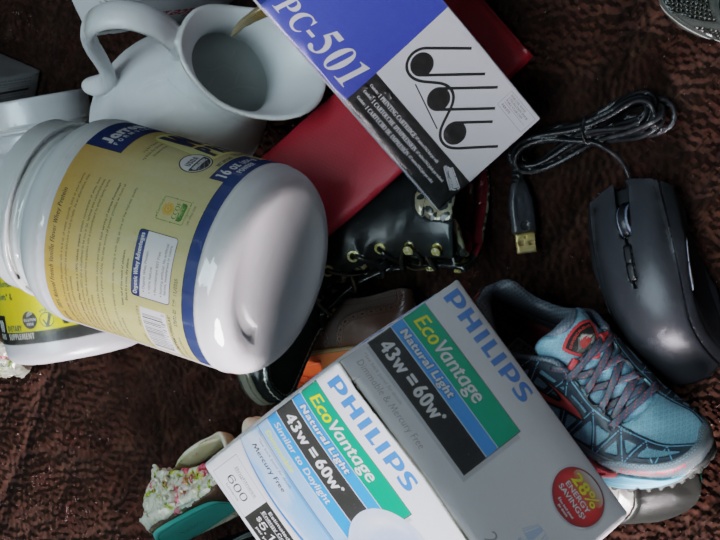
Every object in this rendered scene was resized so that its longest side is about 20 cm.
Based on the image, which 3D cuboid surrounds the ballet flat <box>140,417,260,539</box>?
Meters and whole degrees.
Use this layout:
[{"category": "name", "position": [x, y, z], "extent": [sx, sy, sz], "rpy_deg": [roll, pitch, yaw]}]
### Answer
[{"category": "ballet flat", "position": [-0.091, 0.147, 1.745], "extent": [0.200, 0.076, 0.064], "rpy_deg": [-23, 61, 30]}]

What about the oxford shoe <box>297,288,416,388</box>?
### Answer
[{"category": "oxford shoe", "position": [-0.038, 0.046, 1.708], "extent": [0.199, 0.071, 0.073], "rpy_deg": [-1, 75, 34]}]

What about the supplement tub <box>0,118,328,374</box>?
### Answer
[{"category": "supplement tub", "position": [-0.138, -0.022, 1.564], "extent": [0.199, 0.144, 0.145], "rpy_deg": [16, 109, 26]}]

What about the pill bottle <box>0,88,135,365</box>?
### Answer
[{"category": "pill bottle", "position": [-0.235, -0.035, 1.783], "extent": [0.112, 0.112, 0.201], "rpy_deg": [-6, 96, 35]}]

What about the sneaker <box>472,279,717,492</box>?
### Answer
[{"category": "sneaker", "position": [0.147, 0.074, 1.544], "extent": [0.200, 0.079, 0.096], "rpy_deg": [29, 150, 28]}]

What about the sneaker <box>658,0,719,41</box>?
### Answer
[{"category": "sneaker", "position": [0.271, -0.168, 1.430], "extent": [0.199, 0.086, 0.081], "rpy_deg": [10, 104, 33]}]

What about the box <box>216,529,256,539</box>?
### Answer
[{"category": "box", "position": [-0.043, 0.279, 1.726], "extent": [0.200, 0.104, 0.183], "rpy_deg": [-23, 88, 35]}]

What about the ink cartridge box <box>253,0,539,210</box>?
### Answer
[{"category": "ink cartridge box", "position": [0.022, -0.142, 1.519], "extent": [0.094, 0.200, 0.044], "rpy_deg": [-42, 30, 1]}]

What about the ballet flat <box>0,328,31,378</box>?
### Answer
[{"category": "ballet flat", "position": [-0.310, 0.028, 1.811], "extent": [0.064, 0.200, 0.076], "rpy_deg": [-9, 53, 8]}]

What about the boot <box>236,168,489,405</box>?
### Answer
[{"category": "boot", "position": [0.000, -0.001, 1.618], "extent": [0.153, 0.073, 0.204], "rpy_deg": [2, 67, 30]}]

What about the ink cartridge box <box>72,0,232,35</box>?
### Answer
[{"category": "ink cartridge box", "position": [-0.102, -0.253, 1.627], "extent": [0.200, 0.144, 0.084], "rpy_deg": [-31, 80, 34]}]

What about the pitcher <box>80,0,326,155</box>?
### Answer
[{"category": "pitcher", "position": [-0.139, -0.129, 1.648], "extent": [0.200, 0.171, 0.122], "rpy_deg": [-30, 44, 59]}]

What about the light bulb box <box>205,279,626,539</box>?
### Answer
[{"category": "light bulb box", "position": [0.033, 0.147, 1.548], "extent": [0.198, 0.125, 0.200], "rpy_deg": [54, 142, 3]}]

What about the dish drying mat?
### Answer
[{"category": "dish drying mat", "position": [0.021, -0.108, 1.599], "extent": [0.200, 0.018, 0.077], "rpy_deg": [-41, 75, 4]}]

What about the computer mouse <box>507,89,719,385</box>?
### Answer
[{"category": "computer mouse", "position": [0.162, -0.012, 1.561], "extent": [0.140, 0.046, 0.201], "rpy_deg": [-12, 93, 34]}]

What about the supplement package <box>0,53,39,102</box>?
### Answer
[{"category": "supplement package", "position": [-0.348, -0.078, 1.849], "extent": [0.109, 0.114, 0.201], "rpy_deg": [24, 112, 27]}]

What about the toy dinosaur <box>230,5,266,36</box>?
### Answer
[{"category": "toy dinosaur", "position": [0.002, -0.215, 1.538], "extent": [0.058, 0.199, 0.101], "rpy_deg": [-125, 15, -53]}]

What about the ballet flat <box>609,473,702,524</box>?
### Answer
[{"category": "ballet flat", "position": [0.135, 0.145, 1.599], "extent": [0.199, 0.068, 0.068], "rpy_deg": [8, 114, 33]}]
